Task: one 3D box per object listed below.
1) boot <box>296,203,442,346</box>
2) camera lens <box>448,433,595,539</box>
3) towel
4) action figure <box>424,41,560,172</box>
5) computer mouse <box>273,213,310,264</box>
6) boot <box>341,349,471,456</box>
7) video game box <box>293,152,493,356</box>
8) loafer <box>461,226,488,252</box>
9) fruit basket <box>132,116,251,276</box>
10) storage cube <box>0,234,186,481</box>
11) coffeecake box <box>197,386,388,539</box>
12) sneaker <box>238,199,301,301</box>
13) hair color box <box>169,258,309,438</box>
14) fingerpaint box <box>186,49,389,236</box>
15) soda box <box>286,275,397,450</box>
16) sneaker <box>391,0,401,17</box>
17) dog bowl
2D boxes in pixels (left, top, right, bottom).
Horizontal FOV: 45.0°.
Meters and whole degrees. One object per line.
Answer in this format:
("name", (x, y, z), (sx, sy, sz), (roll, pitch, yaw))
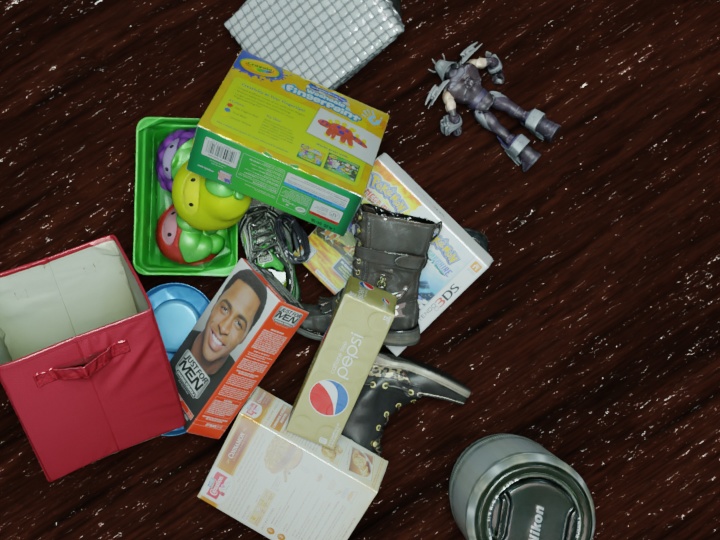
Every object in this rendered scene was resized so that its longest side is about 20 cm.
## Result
("boot", (0.000, 0.000, 1.099), (0.198, 0.069, 0.176), (4, 109, 6))
("camera lens", (0.201, 0.301, 1.123), (0.158, 0.200, 0.162), (0, 90, -4))
("towel", (-0.056, -0.325, 1.151), (0.199, 0.086, 0.166), (-35, 91, 19))
("action figure", (0.173, -0.225, 1.195), (0.200, 0.069, 0.130), (39, 94, 1))
("computer mouse", (-0.098, -0.098, 1.161), (0.058, 0.034, 0.202), (8, 62, -28))
("boot", (0.037, 0.190, 1.178), (0.198, 0.073, 0.152), (18, 90, -5))
("video game box", (0.040, -0.018, 1.137), (0.200, 0.047, 0.182), (44, 111, 1))
("loafer", (0.077, -0.028, 1.187), (0.198, 0.072, 0.074), (4, 110, 14))
("fruit basket", (-0.211, -0.094, 1.101), (0.154, 0.216, 0.218), (1, 89, -4))
("storage cube", (-0.321, 0.099, 1.004), (0.170, 0.200, 0.181), (-21, 129, -18))
("coffeecake box", (-0.089, 0.272, 1.133), (0.199, 0.073, 0.154), (30, 115, 1))
("sneaker", (-0.121, -0.033, 1.163), (0.077, 0.085, 0.202), (-16, 90, -4))
("hair color box", (-0.162, 0.097, 1.081), (0.201, 0.061, 0.101), (-54, 50, 7))
("fingerpaint box", (-0.082, -0.152, 1.028), (0.198, 0.074, 0.168), (22, 45, -6))
("soda box", (-0.023, 0.114, 1.070), (0.067, 0.064, 0.201), (23, 110, -3))
("sneaker", (-0.004, -0.420, 1.175), (0.073, 0.082, 0.201), (-28, 93, -6))
("dog bowl", (-0.251, 0.118, 1.171), (0.110, 0.050, 0.202), (4, 89, -4))
